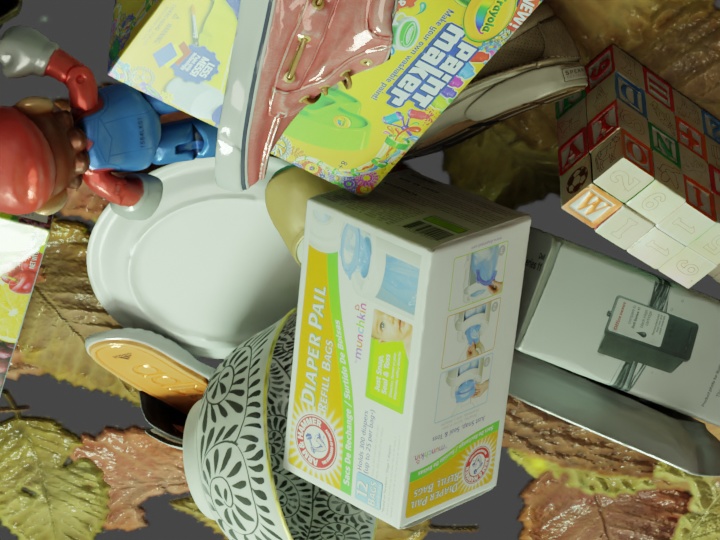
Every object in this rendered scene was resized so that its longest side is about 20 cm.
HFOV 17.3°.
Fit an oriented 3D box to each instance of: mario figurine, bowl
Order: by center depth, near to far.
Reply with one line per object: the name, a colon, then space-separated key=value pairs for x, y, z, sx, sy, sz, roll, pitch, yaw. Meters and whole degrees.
mario figurine: x=-0.179 y=-0.097 z=1.545 sx=0.200 sy=0.123 sz=0.106 roll=-15 pitch=164 yaw=-25
bowl: x=-0.066 y=0.129 z=1.679 sx=0.094 sy=0.201 sz=0.201 roll=-8 pitch=134 yaw=21

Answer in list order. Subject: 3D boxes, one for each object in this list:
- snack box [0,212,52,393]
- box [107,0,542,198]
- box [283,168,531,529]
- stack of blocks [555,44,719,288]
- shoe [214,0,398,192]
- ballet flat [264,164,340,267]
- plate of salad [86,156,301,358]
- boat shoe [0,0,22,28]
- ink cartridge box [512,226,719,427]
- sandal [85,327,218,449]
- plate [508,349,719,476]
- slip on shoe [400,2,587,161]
snack box: x=-0.309 y=0.008 z=1.699 sx=0.142 sy=0.053 sz=0.200 roll=14 pitch=133 yaw=-10
box: x=-0.022 y=-0.182 z=1.462 sx=0.193 sy=0.122 sz=0.200 roll=24 pitch=130 yaw=-22
box: x=0.029 y=0.050 z=1.551 sx=0.112 sy=0.101 sz=0.200 roll=23 pitch=118 yaw=37
stack of blocks: x=0.224 y=-0.049 z=1.591 sx=0.200 sy=0.115 sz=0.059 roll=31 pitch=127 yaw=-26
shoe: x=-0.030 y=-0.121 z=1.386 sx=0.091 sy=0.071 sz=0.200 roll=11 pitch=130 yaw=-2
ballet flat: x=0.000 y=0.000 z=1.624 sx=0.069 sy=0.063 sz=0.200 roll=-26 pitch=139 yaw=15
plate of salad: x=-0.093 y=-0.014 z=1.676 sx=0.200 sy=0.048 sz=0.200 roll=-3 pitch=134 yaw=-3
boat shoe: x=-0.264 y=-0.172 z=1.447 sx=0.068 sy=0.200 sz=0.072 roll=-6 pitch=99 yaw=11
ink cartridge box: x=0.182 y=0.038 z=1.647 sx=0.200 sy=0.147 sz=0.083 roll=21 pitch=92 yaw=-18
sandal: x=-0.134 y=0.102 z=1.748 sx=0.079 sy=0.059 sz=0.207 roll=-12 pitch=153 yaw=33
plate: x=0.165 y=0.093 z=1.672 sx=0.200 sy=0.200 sz=0.032 roll=24 pitch=93 yaw=17
slip on shoe: x=0.055 y=-0.116 z=1.571 sx=0.200 sy=0.076 sz=0.061 roll=-21 pitch=86 yaw=35
